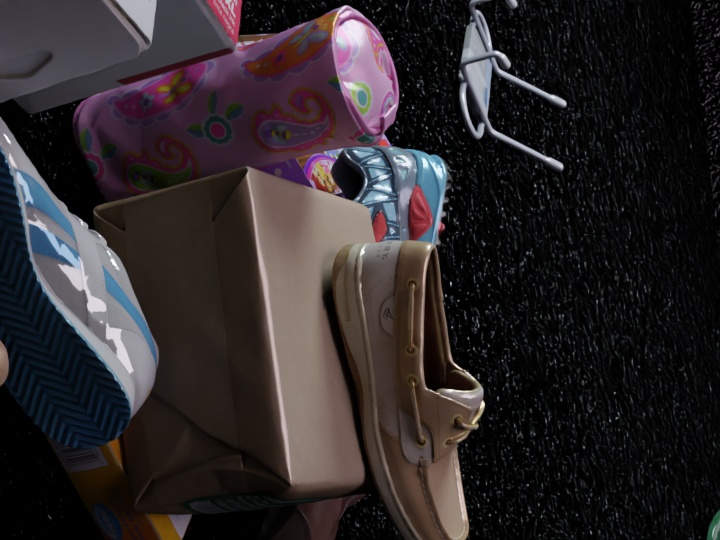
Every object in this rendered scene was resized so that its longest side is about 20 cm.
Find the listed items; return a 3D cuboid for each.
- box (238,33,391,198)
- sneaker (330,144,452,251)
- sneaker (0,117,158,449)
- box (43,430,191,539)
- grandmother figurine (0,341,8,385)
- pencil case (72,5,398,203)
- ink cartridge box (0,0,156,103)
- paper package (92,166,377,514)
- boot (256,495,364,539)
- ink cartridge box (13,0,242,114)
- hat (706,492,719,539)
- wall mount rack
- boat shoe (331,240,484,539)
[{"bbox_3d":[-0.044,-0.114,1.306,0.137,0.039,0.200,59,21,2],"label":"box"},{"bbox_3d":[0.000,0.000,1.178,0.079,0.095,0.201,122,-19,-54],"label":"sneaker"},{"bbox_3d":[-0.175,-0.007,0.895,0.201,0.076,0.081,63,20,-14],"label":"sneaker"},{"bbox_3d":[-0.126,0.070,1.041,0.200,0.041,0.119,-74,145,-57],"label":"box"},{"bbox_3d":[-0.230,0.037,0.766,0.122,0.060,0.200,66,19,-3],"label":"grandmother figurine"},{"bbox_3d":[-0.077,-0.093,1.042,0.087,0.199,0.088,41,41,-49],"label":"pencil case"},{"bbox_3d":[-0.181,-0.195,0.904,0.084,0.144,0.201,48,34,-49],"label":"ink cartridge box"},{"bbox_3d":[-0.058,0.046,1.031,0.200,0.103,0.192,14,65,-68],"label":"paper package"},{"bbox_3d":[-0.026,0.122,1.183,0.200,0.064,0.187,-51,145,-61],"label":"boot"},{"bbox_3d":[-0.142,-0.207,1.010,0.083,0.145,0.201,53,31,-45],"label":"ink cartridge box"},{"bbox_3d":[0.543,0.427,2.588,0.199,0.176,0.166,-5,83,-31],"label":"hat"},{"bbox_3d":[0.167,-0.205,1.910,0.200,0.074,0.174,-79,149,-46],"label":"wall mount rack"},{"bbox_3d":[0.039,0.077,1.027,0.074,0.069,0.201,-46,123,-66],"label":"boat shoe"}]
